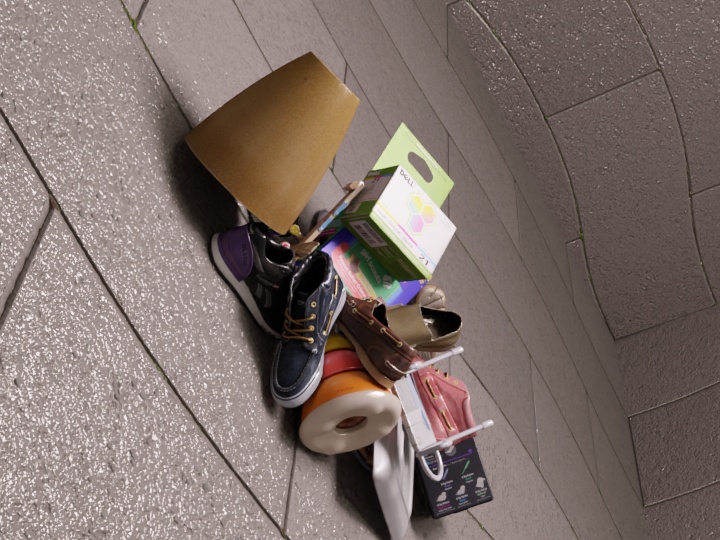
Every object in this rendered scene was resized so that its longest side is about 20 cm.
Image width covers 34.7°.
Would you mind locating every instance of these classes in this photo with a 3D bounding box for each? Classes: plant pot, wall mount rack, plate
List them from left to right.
[{"bbox_3d":[-0.099,-0.184,1.531,0.186,0.200,0.186,45,6,-6],"label":"plant pot"},{"bbox_3d":[0.053,0.273,1.707,0.201,0.032,0.202,76,15,-46],"label":"plate"},{"bbox_3d":[0.109,0.188,1.639,0.173,0.074,0.203,-6,74,-65],"label":"wall mount rack"}]

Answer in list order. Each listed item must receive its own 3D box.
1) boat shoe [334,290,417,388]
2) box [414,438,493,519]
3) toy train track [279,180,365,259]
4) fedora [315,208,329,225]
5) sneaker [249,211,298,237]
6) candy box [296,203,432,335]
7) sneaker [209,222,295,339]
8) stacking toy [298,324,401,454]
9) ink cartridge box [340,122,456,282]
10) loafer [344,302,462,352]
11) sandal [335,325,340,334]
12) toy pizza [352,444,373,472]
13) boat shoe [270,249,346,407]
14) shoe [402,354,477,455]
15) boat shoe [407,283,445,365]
[{"bbox_3d":[0.013,0.074,1.583,0.070,0.071,0.200,24,19,-47],"label":"boat shoe"},{"bbox_3d":[0.136,0.292,1.878,0.122,0.104,0.203,83,-10,-80],"label":"box"},{"bbox_3d":[-0.070,-0.067,1.657,0.200,0.114,0.033,-46,106,-21],"label":"toy train track"},{"bbox_3d":[0.000,-0.027,1.897,0.179,0.089,0.200,64,20,-16],"label":"fedora"},{"bbox_3d":[-0.126,-0.140,1.714,0.099,0.069,0.203,38,44,-59],"label":"sneaker"},{"bbox_3d":[0.000,0.000,1.759,0.200,0.076,0.171,-44,116,-35],"label":"candy box"},{"bbox_3d":[-0.115,0.016,1.547,0.201,0.086,0.076,53,24,-39],"label":"sneaker"},{"bbox_3d":[-0.034,0.137,1.592,0.146,0.145,0.202,41,26,-53],"label":"stacking toy"},{"bbox_3d":[0.080,-0.108,1.733,0.148,0.075,0.202,45,62,-27],"label":"ink cartridge box"},{"bbox_3d":[0.067,0.081,1.695,0.197,0.068,0.077,-4,60,-32],"label":"loafer"},{"bbox_3d":[-0.029,0.145,1.677,0.203,0.074,0.045,67,17,2],"label":"sandal"},{"bbox_3d":[0.013,0.214,1.780,0.201,0.031,0.202,54,25,-39],"label":"toy pizza"},{"bbox_3d":[-0.079,0.074,1.520,0.091,0.070,0.203,68,36,-56],"label":"boat shoe"},{"bbox_3d":[0.107,0.171,1.740,0.072,0.090,0.203,89,-18,-71],"label":"shoe"},{"bbox_3d":[0.081,0.121,1.830,0.073,0.066,0.203,24,81,-17],"label":"boat shoe"}]
